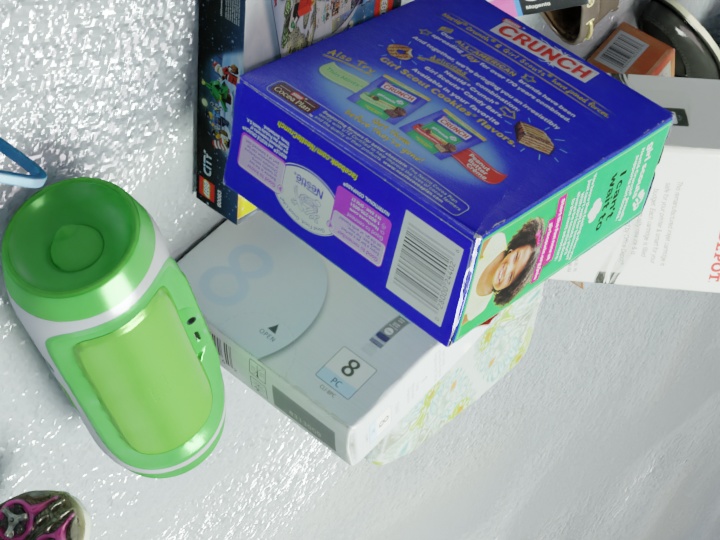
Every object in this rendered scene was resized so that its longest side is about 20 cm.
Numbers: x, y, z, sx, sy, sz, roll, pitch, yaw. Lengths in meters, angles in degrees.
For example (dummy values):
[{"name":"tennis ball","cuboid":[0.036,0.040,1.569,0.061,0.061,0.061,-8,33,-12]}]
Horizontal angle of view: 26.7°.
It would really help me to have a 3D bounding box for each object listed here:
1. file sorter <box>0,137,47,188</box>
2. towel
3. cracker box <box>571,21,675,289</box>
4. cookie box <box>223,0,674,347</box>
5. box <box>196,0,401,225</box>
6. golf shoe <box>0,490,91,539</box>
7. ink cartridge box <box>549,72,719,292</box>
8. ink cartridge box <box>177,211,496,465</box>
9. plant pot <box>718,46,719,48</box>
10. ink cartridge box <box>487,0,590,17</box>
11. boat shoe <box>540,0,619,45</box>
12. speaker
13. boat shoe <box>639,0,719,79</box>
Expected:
[{"name":"file sorter","cuboid":[-0.234,0.015,0.590,0.138,0.122,0.202,8,112,-61]},{"name":"towel","cuboid":[0.083,0.053,1.252,0.199,0.048,0.173,-33,144,-39]},{"name":"cracker box","cuboid":[0.206,-0.093,1.293,0.134,0.057,0.201,-46,151,-19]},{"name":"cookie box","cuboid":[0.052,-0.068,0.847,0.199,0.170,0.076,-30,146,-42]},{"name":"box","cuboid":[-0.032,-0.140,0.858,0.136,0.037,0.202,-35,146,-38]},{"name":"golf shoe","cuboid":[-0.214,0.205,0.892,0.201,0.072,0.092,-54,161,15]},{"name":"ink cartridge box","cuboid":[0.195,-0.067,1.135,0.147,0.197,0.085,91,5,-47]},{"name":"ink cartridge box","cuboid":[0.000,0.000,0.928,0.200,0.159,0.048,-44,152,-25]},{"name":"plant pot","cuboid":[0.427,-0.180,1.446,0.196,0.199,0.202,-49,153,-32]},{"name":"ink cartridge box","cuboid":[0.079,-0.219,0.905,0.200,0.093,0.038,60,25,-59]},{"name":"boat shoe","cuboid":[0.135,-0.211,1.034,0.060,0.071,0.200,-60,159,1]},{"name":"speaker","cuboid":[-0.130,0.037,0.832,0.089,0.088,0.201,-46,151,-20]},{"name":"boat shoe","cuboid":[0.276,-0.165,1.315,0.063,0.074,0.202,-42,147,-3]}]
